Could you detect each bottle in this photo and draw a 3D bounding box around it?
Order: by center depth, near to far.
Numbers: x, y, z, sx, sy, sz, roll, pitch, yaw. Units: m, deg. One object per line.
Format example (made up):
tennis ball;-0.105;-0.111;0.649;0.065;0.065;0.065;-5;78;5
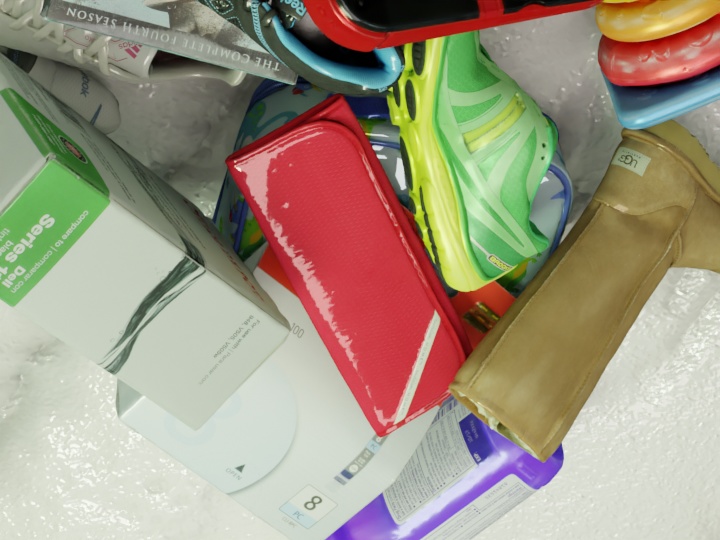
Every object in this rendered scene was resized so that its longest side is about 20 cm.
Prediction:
bottle;0.037;0.149;1.683;0.200;0.084;0.065;-39;123;18

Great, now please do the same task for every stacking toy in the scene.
stacking toy;0.157;-0.191;1.455;0.109;0.116;0.200;-23;113;8

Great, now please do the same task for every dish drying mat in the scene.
dish drying mat;0.000;0.000;1.484;0.077;0.018;0.200;-30;119;-4

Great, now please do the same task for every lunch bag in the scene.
lunch bag;0.018;-0.033;1.547;0.199;0.083;0.161;6;126;-13

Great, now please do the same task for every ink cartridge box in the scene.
ink cartridge box;-0.149;-0.019;1.425;0.083;0.147;0.200;-47;130;6
ink cartridge box;-0.018;0.057;1.527;0.200;0.047;0.160;-40;121;21

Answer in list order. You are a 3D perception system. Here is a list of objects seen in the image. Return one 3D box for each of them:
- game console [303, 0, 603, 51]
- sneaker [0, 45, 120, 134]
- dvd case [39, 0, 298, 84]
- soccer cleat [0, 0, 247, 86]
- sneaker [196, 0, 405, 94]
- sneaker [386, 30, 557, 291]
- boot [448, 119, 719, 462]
game console;0.036;-0.221;1.349;0.176;0.031;0.201;-13;91;-29
sneaker;-0.209;-0.038;1.516;0.087;0.075;0.200;21;121;-28
dvd case;-0.075;-0.212;1.389;0.146;0.022;0.201;14;99;-18
soccer cleat;-0.150;-0.142;1.436;0.199;0.086;0.070;5;125;-12
sneaker;-0.055;-0.160;1.352;0.200;0.082;0.073;33;94;-19
sneaker;0.062;-0.086;1.447;0.083;0.074;0.201;-17;122;-12
boot;0.151;0.025;1.552;0.175;0.066;0.200;40;79;-43
